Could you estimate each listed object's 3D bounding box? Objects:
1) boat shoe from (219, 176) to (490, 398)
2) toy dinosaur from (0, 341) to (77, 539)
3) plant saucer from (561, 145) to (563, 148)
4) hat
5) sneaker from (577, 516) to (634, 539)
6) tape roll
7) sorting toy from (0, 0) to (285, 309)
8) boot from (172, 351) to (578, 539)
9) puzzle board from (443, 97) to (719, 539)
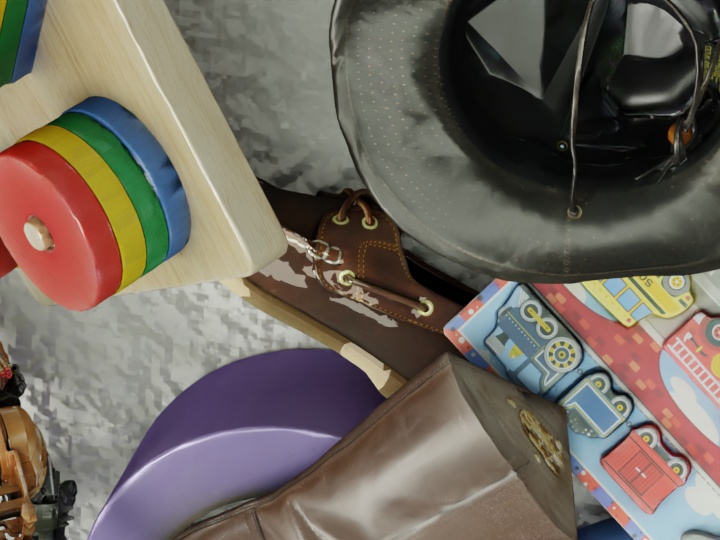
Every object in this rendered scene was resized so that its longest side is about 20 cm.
[{"bbox_3d":[0.000,0.000,0.975,0.200,0.070,0.070,34,110,-12],"label":"boat shoe"},{"bbox_3d":[-0.178,0.090,0.994,0.102,0.200,0.136,5,141,-5],"label":"toy dinosaur"},{"bbox_3d":[0.115,-0.087,0.937,0.200,0.027,0.200,4,114,10],"label":"plant saucer"},{"bbox_3d":[0.091,-0.091,0.881,0.200,0.081,0.201,4,114,9],"label":"hat"},{"bbox_3d":[0.171,0.072,0.973,0.200,0.081,0.147,-5,100,19],"label":"sneaker"},{"bbox_3d":[-0.023,0.143,1.029,0.200,0.085,0.200,4,113,10],"label":"tape roll"},{"bbox_3d":[-0.148,-0.070,0.898,0.199,0.070,0.200,-8,113,57],"label":"sorting toy"},{"bbox_3d":[0.028,0.148,0.944,0.200,0.064,0.186,-34,103,19],"label":"boot"},{"bbox_3d":[0.154,0.047,0.917,0.151,0.017,0.200,-44,84,10],"label":"puzzle board"}]
